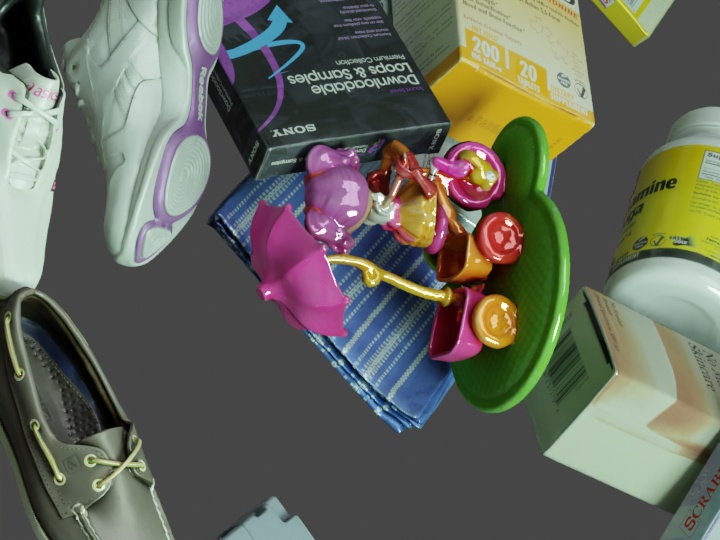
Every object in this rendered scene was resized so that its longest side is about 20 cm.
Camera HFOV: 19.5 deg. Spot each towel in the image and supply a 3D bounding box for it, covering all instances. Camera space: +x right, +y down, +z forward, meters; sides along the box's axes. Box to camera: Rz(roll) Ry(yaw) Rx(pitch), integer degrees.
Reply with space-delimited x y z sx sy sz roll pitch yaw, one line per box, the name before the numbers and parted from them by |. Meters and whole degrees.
towel | 0.000 0.000 1.422 0.200 0.024 0.145 48 44 -7

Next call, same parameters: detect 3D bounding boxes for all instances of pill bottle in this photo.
pill bottle | 0.255 -0.028 1.586 0.112 0.112 0.200 38 47 -17

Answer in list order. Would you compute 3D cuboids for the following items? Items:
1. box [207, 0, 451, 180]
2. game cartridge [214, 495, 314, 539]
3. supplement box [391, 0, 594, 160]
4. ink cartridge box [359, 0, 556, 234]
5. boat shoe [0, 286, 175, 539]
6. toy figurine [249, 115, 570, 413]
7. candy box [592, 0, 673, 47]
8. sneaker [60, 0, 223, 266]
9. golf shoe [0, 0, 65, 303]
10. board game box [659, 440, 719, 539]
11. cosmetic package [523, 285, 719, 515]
box | -0.044 -0.152 1.408 0.143 0.036 0.200 -11 58 -30
game cartridge | -0.076 0.234 1.216 0.200 0.042 0.133 -35 94 -45
supplement box | 0.092 -0.184 1.510 0.126 0.074 0.200 23 46 -31
ink cartridge box | 0.052 -0.112 1.507 0.200 0.043 0.197 35 42 -20
boat shoe | -0.157 0.102 1.187 0.072 0.060 0.200 -15 67 -43
toy figurine | 0.020 -0.022 1.340 0.184 0.150 0.200 12 75 -24
candy box | 0.184 -0.286 1.738 0.200 0.026 0.102 47 43 -9
sneaker | -0.145 -0.099 1.336 0.075 0.099 0.200 40 56 -66
golf shoe | -0.214 -0.080 1.243 0.073 0.092 0.200 8 62 -38
board game box | 0.308 0.193 1.458 0.200 0.200 0.041 24 12 -28
cosmetic package | 0.218 0.105 1.478 0.200 0.087 0.103 26 28 -28
